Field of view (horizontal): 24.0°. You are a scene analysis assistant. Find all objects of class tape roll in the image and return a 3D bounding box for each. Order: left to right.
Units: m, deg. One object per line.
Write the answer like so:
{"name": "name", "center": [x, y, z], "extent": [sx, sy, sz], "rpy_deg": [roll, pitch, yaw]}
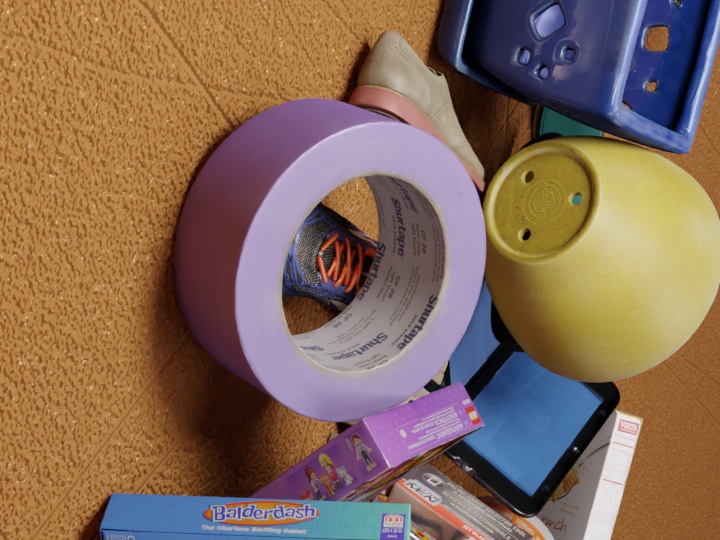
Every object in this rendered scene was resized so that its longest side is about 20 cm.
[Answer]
{"name": "tape roll", "center": [-0.018, -0.008, 1.125], "extent": [0.198, 0.085, 0.202], "rpy_deg": [-13, 113, -32]}

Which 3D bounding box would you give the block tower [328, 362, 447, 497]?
{"name": "block tower", "center": [0.033, 0.078, 1.365], "extent": [0.054, 0.057, 0.202], "rpy_deg": [40, 70, -59]}

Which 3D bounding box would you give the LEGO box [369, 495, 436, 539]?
{"name": "LEGO box", "center": [0.010, 0.295, 1.258], "extent": [0.201, 0.148, 0.077], "rpy_deg": [-54, 176, 0]}

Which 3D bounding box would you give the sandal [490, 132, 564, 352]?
{"name": "sandal", "center": [0.152, -0.023, 1.483], "extent": [0.048, 0.075, 0.203], "rpy_deg": [35, 60, -52]}

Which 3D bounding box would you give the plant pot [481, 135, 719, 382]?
{"name": "plant pot", "center": [0.172, -0.027, 1.352], "extent": [0.142, 0.198, 0.202], "rpy_deg": [33, 74, -53]}

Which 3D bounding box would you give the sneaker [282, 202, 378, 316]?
{"name": "sneaker", "center": [0.000, 0.000, 1.237], "extent": [0.199, 0.078, 0.076], "rpy_deg": [26, 79, -55]}

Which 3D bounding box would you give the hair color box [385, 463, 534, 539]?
{"name": "hair color box", "center": [0.046, 0.273, 1.366], "extent": [0.064, 0.110, 0.202], "rpy_deg": [-16, 134, -59]}

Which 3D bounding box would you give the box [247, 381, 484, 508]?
{"name": "box", "center": [-0.023, 0.153, 1.182], "extent": [0.136, 0.199, 0.039], "rpy_deg": [-13, 70, -57]}

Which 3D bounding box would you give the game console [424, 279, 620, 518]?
{"name": "game console", "center": [0.141, 0.082, 1.492], "extent": [0.200, 0.118, 0.174], "rpy_deg": [-45, 139, -44]}

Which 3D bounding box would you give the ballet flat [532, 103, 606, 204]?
{"name": "ballet flat", "center": [0.192, -0.111, 1.571], "extent": [0.063, 0.068, 0.202], "rpy_deg": [-82, 173, -59]}

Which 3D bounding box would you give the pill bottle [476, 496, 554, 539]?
{"name": "pill bottle", "center": [0.089, 0.305, 1.510], "extent": [0.200, 0.112, 0.114], "rpy_deg": [-47, 141, -41]}

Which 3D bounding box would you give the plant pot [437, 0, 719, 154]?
{"name": "plant pot", "center": [0.179, -0.217, 1.356], "extent": [0.199, 0.178, 0.202], "rpy_deg": [11, 94, -61]}

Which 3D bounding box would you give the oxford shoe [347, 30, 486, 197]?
{"name": "oxford shoe", "center": [0.057, -0.115, 1.303], "extent": [0.200, 0.070, 0.076], "rpy_deg": [43, 59, -60]}

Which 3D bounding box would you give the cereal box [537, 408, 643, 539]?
{"name": "cereal box", "center": [0.190, 0.221, 1.626], "extent": [0.039, 0.143, 0.202], "rpy_deg": [17, 87, -30]}

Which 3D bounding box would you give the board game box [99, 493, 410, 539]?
{"name": "board game box", "center": [-0.066, 0.224, 1.112], "extent": [0.045, 0.197, 0.154], "rpy_deg": [-80, 172, -64]}
